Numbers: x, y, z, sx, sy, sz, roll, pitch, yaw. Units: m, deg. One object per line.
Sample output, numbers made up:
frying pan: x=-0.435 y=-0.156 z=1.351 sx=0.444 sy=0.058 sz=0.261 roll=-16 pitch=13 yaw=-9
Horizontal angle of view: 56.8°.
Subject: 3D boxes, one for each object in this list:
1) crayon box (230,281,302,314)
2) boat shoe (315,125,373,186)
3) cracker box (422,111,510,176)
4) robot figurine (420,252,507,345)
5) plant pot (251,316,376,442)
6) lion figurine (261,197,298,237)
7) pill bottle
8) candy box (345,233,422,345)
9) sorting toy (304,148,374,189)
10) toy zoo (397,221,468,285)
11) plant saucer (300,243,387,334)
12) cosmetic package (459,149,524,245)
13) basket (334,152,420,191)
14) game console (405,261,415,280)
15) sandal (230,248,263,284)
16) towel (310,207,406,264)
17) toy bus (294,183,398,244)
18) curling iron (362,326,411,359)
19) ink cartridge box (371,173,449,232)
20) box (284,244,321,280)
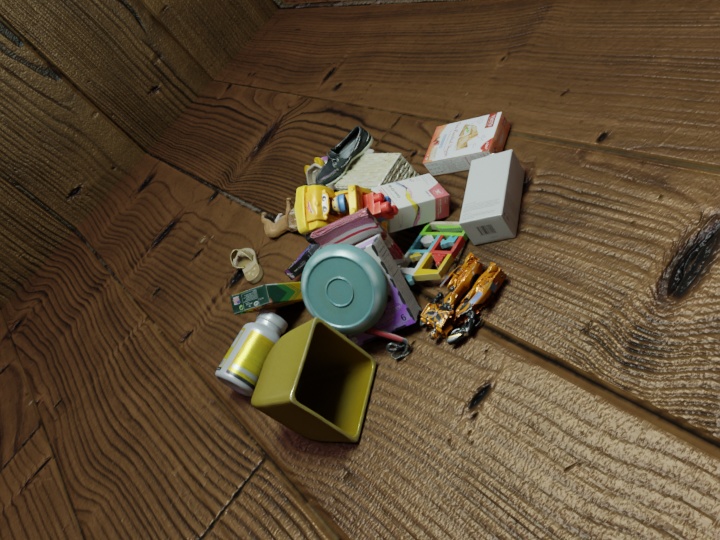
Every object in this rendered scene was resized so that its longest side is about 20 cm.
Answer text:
crayon box: x=-0.220 y=0.069 z=1.716 sx=0.127 sy=0.200 sz=0.051 roll=-18 pitch=83 yaw=31
boat shoe: x=-0.054 y=-0.306 z=1.772 sx=0.199 sy=0.066 sz=0.075 roll=-40 pitch=50 yaw=2
cracker box: x=0.271 y=-0.323 z=1.706 sx=0.200 sy=0.058 sz=0.134 roll=-4 pitch=52 yaw=40
robot figurine: x=0.205 y=0.061 z=1.392 sx=0.200 sy=0.058 sz=0.145 roll=-49 pitch=36 yaw=-9
plant pot: x=-0.117 y=0.246 z=1.414 sx=0.200 sy=0.195 sz=0.195 roll=-21 pitch=42 yaw=41
lion figurine: x=-0.232 y=-0.142 z=1.999 sx=0.200 sy=0.072 sz=0.123 roll=-31 pitch=49 yaw=39
pill bottle: x=-0.263 y=0.201 z=1.646 sx=0.112 sy=0.112 sz=0.200 roll=6 pitch=59 yaw=46
candy box: x=0.012 y=0.046 z=1.463 sx=0.168 sy=0.200 sz=0.072 roll=-25 pitch=13 yaw=24
sorting toy: x=-0.052 y=-0.299 z=1.926 sx=0.180 sy=0.107 sz=0.200 roll=-29 pitch=6 yaw=-22
toy zoo: x=0.164 y=-0.039 z=1.532 sx=0.131 sy=0.020 sz=0.200 roll=4 pitch=48 yaw=44
plant saucer: x=-0.041 y=0.043 z=1.412 sx=0.200 sy=0.200 sz=0.027 roll=-24 pitch=2 yaw=24
cosmetic package: x=0.300 y=-0.167 z=1.505 sx=0.107 sy=0.085 sz=0.200 roll=-10 pitch=48 yaw=36
basket: x=0.044 y=-0.227 z=1.768 sx=0.200 sy=0.123 sz=0.136 roll=9 pitch=59 yaw=48
game console: x=0.000 y=0.000 z=1.601 sx=0.200 sy=0.176 sz=0.116 roll=-45 pitch=8 yaw=-3
sandal: x=-0.355 y=-0.036 z=1.995 sx=0.078 sy=0.070 sz=0.212 roll=-44 pitch=37 yaw=-1
towel: x=0.000 y=-0.050 z=1.492 sx=0.144 sy=0.200 sz=0.023 roll=-23 pitch=48 yaw=19
toy bus: x=-0.021 y=-0.133 z=1.501 sx=0.192 sy=0.200 sz=0.136 roll=-15 pitch=70 yaw=38
curling iron: x=0.015 y=0.137 z=1.437 sx=0.200 sy=0.026 sz=0.050 roll=24 pitch=85 yaw=13
ink cartridge box: x=0.102 y=-0.161 z=1.619 sx=0.200 sy=0.068 sz=0.117 roll=-17 pitch=40 yaw=-14
box: x=-0.115 y=-0.057 z=1.732 sx=0.143 sy=0.036 sz=0.200 roll=-49 pitch=9 yaw=-28
